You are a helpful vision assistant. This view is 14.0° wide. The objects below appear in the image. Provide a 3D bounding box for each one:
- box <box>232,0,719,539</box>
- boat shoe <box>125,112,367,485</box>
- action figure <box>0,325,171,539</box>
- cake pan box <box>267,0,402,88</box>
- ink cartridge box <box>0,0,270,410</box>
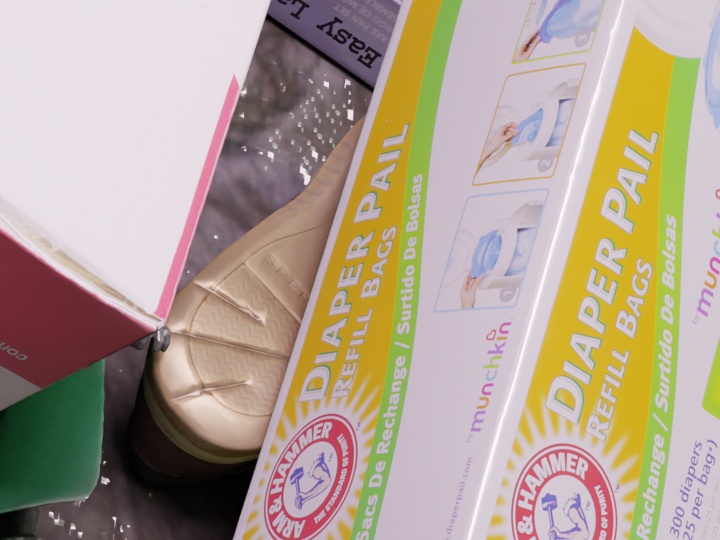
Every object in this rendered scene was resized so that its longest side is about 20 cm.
[{"bbox_3d":[0.056,0.021,0.831,0.112,0.101,0.201,31,66,-34],"label":"box"},{"bbox_3d":[0.000,0.000,0.904,0.072,0.065,0.200,50,53,-1],"label":"boat shoe"},{"bbox_3d":[-0.096,0.015,0.828,0.055,0.118,0.201,38,38,-32],"label":"action figure"},{"bbox_3d":[-0.003,-0.168,1.013,0.199,0.052,0.185,33,53,-10],"label":"cake pan box"},{"bbox_3d":[-0.122,-0.029,0.752,0.083,0.199,0.147,37,48,-27],"label":"ink cartridge box"}]
